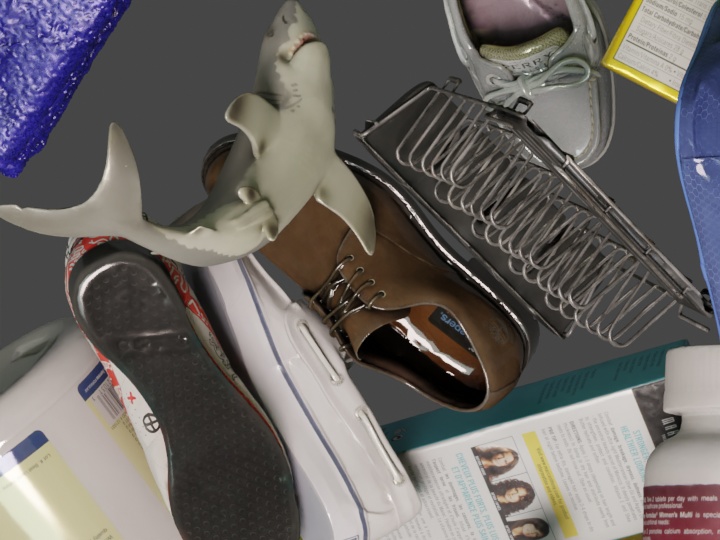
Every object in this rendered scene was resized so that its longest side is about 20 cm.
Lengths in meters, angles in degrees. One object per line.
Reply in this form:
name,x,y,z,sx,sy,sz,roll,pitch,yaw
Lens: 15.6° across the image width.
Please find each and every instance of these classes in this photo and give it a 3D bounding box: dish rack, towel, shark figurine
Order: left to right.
towel,-0.228,-0.150,1.345,0.200,0.050,0.148,33,118,-2
shark figurine,-0.077,-0.034,1.275,0.089,0.214,0.128,-16,106,39
dish rack,0.086,-0.024,1.245,0.153,0.200,0.055,43,86,-17

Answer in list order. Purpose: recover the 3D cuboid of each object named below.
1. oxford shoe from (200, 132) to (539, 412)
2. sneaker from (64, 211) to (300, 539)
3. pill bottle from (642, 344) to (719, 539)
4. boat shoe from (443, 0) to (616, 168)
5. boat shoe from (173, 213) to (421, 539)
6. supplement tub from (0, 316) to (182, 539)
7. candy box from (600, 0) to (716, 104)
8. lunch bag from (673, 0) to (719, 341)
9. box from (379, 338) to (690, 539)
oxford shoe,0.000,0.000,1.338,0.200,0.084,0.073,34,122,0
sneaker,-0.090,0.059,1.340,0.067,0.108,0.202,-27,112,1
pill bottle,0.190,0.139,1.270,0.109,0.110,0.200,1,83,13
boat shoe,0.072,-0.133,1.268,0.074,0.065,0.202,-8,115,18
boat shoe,-0.034,0.054,1.367,0.200,0.065,0.074,64,156,11
supplement tub,-0.146,0.141,1.404,0.145,0.145,0.200,-30,104,24
candy box,0.225,-0.098,1.251,0.200,0.026,0.102,28,92,1
lunch bag,0.229,-0.025,1.167,0.132,0.136,0.200,-3,125,23
box,0.091,0.106,1.381,0.200,0.049,0.082,-17,109,20
